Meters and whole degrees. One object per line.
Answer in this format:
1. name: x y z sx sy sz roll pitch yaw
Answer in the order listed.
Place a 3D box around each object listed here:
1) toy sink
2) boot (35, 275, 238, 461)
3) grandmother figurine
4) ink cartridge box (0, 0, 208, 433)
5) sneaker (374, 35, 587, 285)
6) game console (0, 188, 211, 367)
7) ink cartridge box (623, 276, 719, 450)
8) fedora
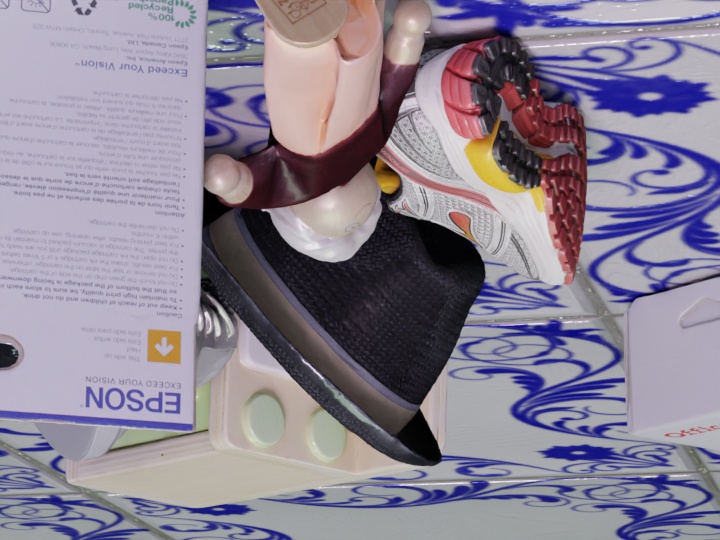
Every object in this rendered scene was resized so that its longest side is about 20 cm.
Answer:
1. toy sink: -0.061 0.049 1.582 0.200 0.131 0.112 -13 160 43
2. boot: -0.101 0.021 1.439 0.095 0.074 0.200 -32 170 -32
3. grandmother figurine: -0.015 -0.064 1.187 0.121 0.061 0.200 -28 156 -13
4. ink cartridge box: -0.161 -0.035 1.137 0.196 0.201 0.043 5 164 -14
5. sneaker: 0.054 -0.052 1.329 0.082 0.078 0.200 -1 156 22
6. game console: -0.180 0.036 1.463 0.170 0.119 0.200 7 147 -23
7. ink cartridge box: 0.274 0.061 1.695 0.200 0.085 0.144 12 161 -33
8. fedora: 0.000 0.000 1.388 0.092 0.201 0.201 -44 153 8
